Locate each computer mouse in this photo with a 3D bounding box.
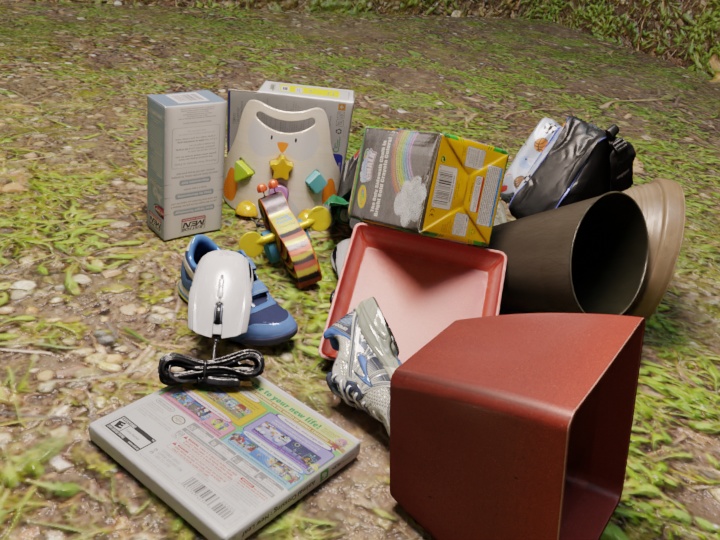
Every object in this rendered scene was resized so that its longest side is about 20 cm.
[{"bbox_3d":[-0.159,0.040,0.868,0.108,0.044,0.201,3,47,-8],"label":"computer mouse"},{"bbox_3d":[0.000,0.000,1.073,0.108,0.044,0.200,2,28,-12],"label":"computer mouse"}]

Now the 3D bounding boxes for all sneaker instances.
[{"bbox_3d":[-0.156,0.024,0.961,0.199,0.083,0.074,29,33,31],"label":"sneaker"},{"bbox_3d":[0.012,0.125,0.839,0.085,0.077,0.201,-25,46,3],"label":"sneaker"}]

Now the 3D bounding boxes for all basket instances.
[{"bbox_3d":[0.241,-0.010,1.011,0.199,0.136,0.181,-8,35,52],"label":"basket"}]

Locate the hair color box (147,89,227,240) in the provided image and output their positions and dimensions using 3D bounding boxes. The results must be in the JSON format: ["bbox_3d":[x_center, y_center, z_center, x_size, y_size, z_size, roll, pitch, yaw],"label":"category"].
[{"bbox_3d":[-0.254,-0.153,1.138,0.098,0.202,0.060,-15,35,-37],"label":"hair color box"}]

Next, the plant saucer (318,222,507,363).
[{"bbox_3d":[0.067,0.047,0.952,0.198,0.037,0.201,11,57,7],"label":"plant saucer"}]

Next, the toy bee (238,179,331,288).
[{"bbox_3d":[-0.120,-0.065,1.105,0.199,0.109,0.131,26,51,37],"label":"toy bee"}]

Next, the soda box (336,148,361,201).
[{"bbox_3d":[0.017,-0.144,1.197,0.063,0.071,0.200,14,-8,-13],"label":"soda box"}]

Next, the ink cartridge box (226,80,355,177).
[{"bbox_3d":[-0.119,-0.214,1.293,0.198,0.199,0.047,7,44,-4],"label":"ink cartridge box"}]

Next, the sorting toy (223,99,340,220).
[{"bbox_3d":[-0.125,-0.178,1.244,0.198,0.182,0.107,6,28,-3],"label":"sorting toy"}]

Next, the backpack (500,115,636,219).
[{"bbox_3d":[0.310,-0.125,1.179,0.154,0.201,0.190,45,12,35],"label":"backpack"}]

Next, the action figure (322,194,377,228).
[{"bbox_3d":[-0.014,-0.085,1.188,0.117,0.055,0.200,15,3,-17],"label":"action figure"}]

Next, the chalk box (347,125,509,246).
[{"bbox_3d":[0.072,-0.113,1.017,0.123,0.126,0.199,8,7,-36],"label":"chalk box"}]

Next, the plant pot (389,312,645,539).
[{"bbox_3d":[0.133,0.146,0.708,0.175,0.202,0.200,14,27,32],"label":"plant pot"}]

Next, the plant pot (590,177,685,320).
[{"bbox_3d":[0.363,-0.034,1.079,0.092,0.203,0.201,12,28,3],"label":"plant pot"}]

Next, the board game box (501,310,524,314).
[{"bbox_3d":[0.251,0.087,0.998,0.157,0.039,0.200,15,29,13],"label":"board game box"}]

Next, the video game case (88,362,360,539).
[{"bbox_3d":[-0.131,0.166,0.765,0.199,0.022,0.181,26,33,32],"label":"video game case"}]

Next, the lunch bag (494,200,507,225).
[{"bbox_3d":[0.130,-0.078,1.199,0.162,0.118,0.201,4,34,-15],"label":"lunch bag"}]
